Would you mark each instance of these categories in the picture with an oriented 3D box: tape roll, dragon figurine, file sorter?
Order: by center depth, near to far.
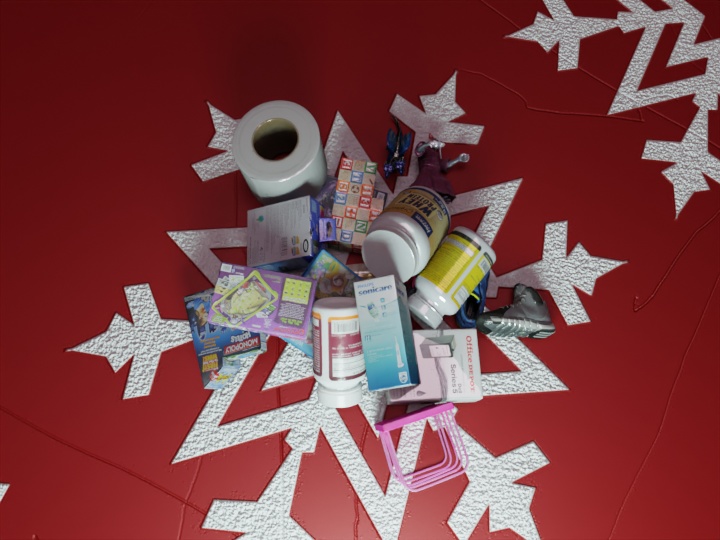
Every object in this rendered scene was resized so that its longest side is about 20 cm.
[{"bbox_3d":[0.115,0.340,1.096,0.136,0.200,0.128,-16,77,-7],"label":"file sorter"},{"bbox_3d":[-0.179,-0.260,1.285,0.197,0.140,0.208,-1,70,3],"label":"tape roll"},{"bbox_3d":[0.088,-0.297,1.338,0.057,0.100,0.205,9,73,0],"label":"dragon figurine"}]

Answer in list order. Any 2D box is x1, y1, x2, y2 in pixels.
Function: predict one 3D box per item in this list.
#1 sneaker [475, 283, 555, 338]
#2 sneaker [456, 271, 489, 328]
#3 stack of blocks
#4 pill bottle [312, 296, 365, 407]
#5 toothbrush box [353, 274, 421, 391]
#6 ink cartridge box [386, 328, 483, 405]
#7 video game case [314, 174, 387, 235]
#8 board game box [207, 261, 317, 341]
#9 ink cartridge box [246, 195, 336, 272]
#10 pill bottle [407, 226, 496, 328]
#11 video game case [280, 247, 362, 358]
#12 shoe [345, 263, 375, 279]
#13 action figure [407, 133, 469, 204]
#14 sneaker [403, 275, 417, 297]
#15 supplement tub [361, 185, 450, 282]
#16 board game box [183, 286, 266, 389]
[{"bbox_3d":[0.332,0.083,1.243,0.195,0.075,0.118,9,62,-22],"label":"sneaker"},{"bbox_3d":[0.257,0.031,1.258,0.064,0.079,0.205,12,72,3],"label":"sneaker"},{"bbox_3d":[-0.004,-0.146,1.291,0.112,0.059,0.205,9,73,0],"label":"stack of blocks"},{"bbox_3d":[-0.042,0.165,1.155,0.111,0.114,0.206,0,99,-2],"label":"pill bottle"},{"bbox_3d":[0.054,0.123,1.088,0.083,0.146,0.206,-10,78,12],"label":"toothbrush box"},{"bbox_3d":[0.151,0.204,1.196,0.194,0.084,0.150,-2,73,-3],"label":"ink cartridge box"},{"bbox_3d":[-0.047,-0.144,1.329,0.195,0.019,0.146,17,73,4],"label":"video game case"},{"bbox_3d":[-0.190,0.061,1.106,0.194,0.032,0.123,11,69,1],"label":"board game box"},{"bbox_3d":[-0.149,-0.076,1.234,0.195,0.076,0.140,-11,72,24],"label":"ink cartridge box"},{"bbox_3d":[0.186,0.017,1.191,0.112,0.113,0.201,38,83,9],"label":"pill bottle"},{"bbox_3d":[-0.087,0.075,1.195,0.142,0.018,0.202,36,91,-27],"label":"video game case"},{"bbox_3d":[0.000,0.000,1.259,0.195,0.070,0.055,-11,82,-3],"label":"shoe"},{"bbox_3d":[0.167,-0.233,1.341,0.132,0.148,0.204,25,51,-28],"label":"action figure"},{"bbox_3d":[0.045,0.068,1.239,0.199,0.075,0.081,-39,78,-12],"label":"sneaker"},{"bbox_3d":[0.098,-0.076,1.201,0.143,0.146,0.200,33,42,8],"label":"supplement tub"},{"bbox_3d":[-0.272,0.134,1.170,0.196,0.061,0.205,-15,73,24],"label":"board game box"}]
